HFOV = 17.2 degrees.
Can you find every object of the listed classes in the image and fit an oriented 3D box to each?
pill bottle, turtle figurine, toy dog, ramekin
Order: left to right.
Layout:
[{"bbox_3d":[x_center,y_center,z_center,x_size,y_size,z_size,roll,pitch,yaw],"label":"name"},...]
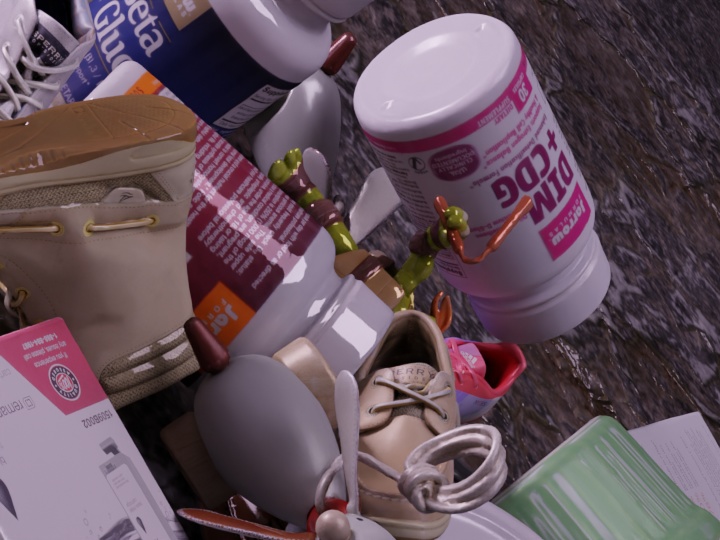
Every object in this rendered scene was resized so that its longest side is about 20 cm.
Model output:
[{"bbox_3d":[-0.086,-0.006,1.279,0.200,0.114,0.114,41,24,-4],"label":"pill bottle"},{"bbox_3d":[-0.088,-0.139,1.384,0.111,0.199,0.111,44,25,-27],"label":"pill bottle"},{"bbox_3d":[-0.038,0.082,1.145,0.132,0.199,0.097,-47,124,-22],"label":"toy dog"},{"bbox_3d":[-0.018,-0.074,1.556,0.201,0.096,0.132,59,23,4],"label":"toy dog"},{"bbox_3d":[0.000,0.000,1.451,0.161,0.200,0.064,40,2,15],"label":"turtle figurine"},{"bbox_3d":[0.084,-0.056,1.539,0.114,0.113,0.201,-91,157,-52],"label":"pill bottle"},{"bbox_3d":[0.104,0.174,1.382,0.098,0.200,0.200,51,22,6],"label":"ramekin"}]

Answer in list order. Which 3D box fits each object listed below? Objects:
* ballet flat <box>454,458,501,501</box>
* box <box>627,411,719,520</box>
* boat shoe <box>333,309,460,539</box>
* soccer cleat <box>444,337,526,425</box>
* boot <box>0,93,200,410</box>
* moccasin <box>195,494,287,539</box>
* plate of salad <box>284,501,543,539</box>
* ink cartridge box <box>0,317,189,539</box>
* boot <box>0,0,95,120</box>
[{"bbox_3d":[0.090,0.167,1.526,0.200,0.068,0.069,43,18,-31],"label":"ballet flat"},{"bbox_3d":[0.202,0.183,1.686,0.125,0.097,0.200,62,22,11],"label":"box"},{"bbox_3d":[0.019,0.079,1.250,0.072,0.065,0.200,10,20,1],"label":"boat shoe"},{"bbox_3d":[0.039,0.071,1.531,0.200,0.073,0.069,2,59,-62],"label":"soccer cleat"},{"bbox_3d":[-0.173,0.004,1.168,0.073,0.199,0.156,-130,-147,-53],"label":"boot"},{"bbox_3d":[-0.024,0.175,1.255,0.073,0.078,0.202,-9,69,-42],"label":"moccasin"},{"bbox_3d":[0.044,0.186,1.217,0.199,0.048,0.201,21,37,-17],"label":"plate of salad"},{"bbox_3d":[-0.144,0.136,1.063,0.201,0.083,0.146,59,22,4],"label":"ink cartridge box"},{"bbox_3d":[-0.193,-0.100,1.255,0.074,0.095,0.201,42,27,-30],"label":"boot"}]
